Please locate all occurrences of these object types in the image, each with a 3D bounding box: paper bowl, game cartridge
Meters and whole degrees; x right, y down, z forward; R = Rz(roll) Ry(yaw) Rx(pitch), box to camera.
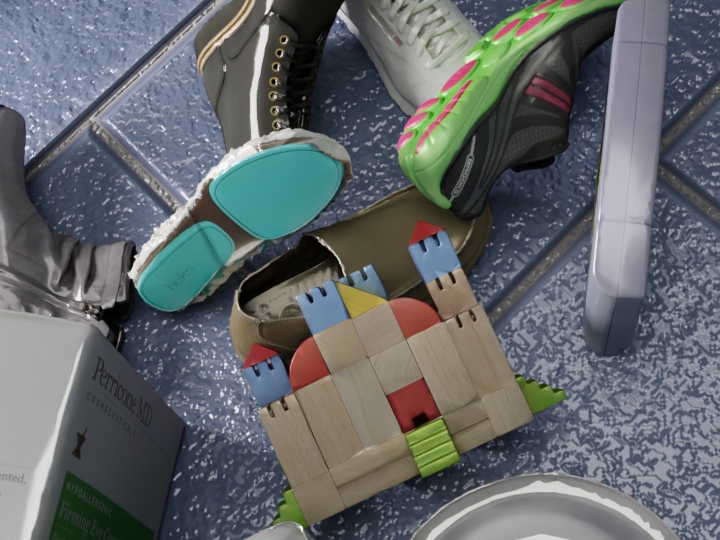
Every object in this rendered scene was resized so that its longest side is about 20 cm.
[{"bbox_3d":[0.105,0.216,0.754,0.199,0.104,0.202,-3,69,8],"label":"paper bowl"},{"bbox_3d":[0.167,-0.061,0.835,0.040,0.134,0.202,7,70,5],"label":"game cartridge"}]

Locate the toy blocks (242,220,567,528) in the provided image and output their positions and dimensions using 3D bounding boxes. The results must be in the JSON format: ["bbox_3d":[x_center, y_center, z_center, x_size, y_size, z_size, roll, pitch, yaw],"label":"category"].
[{"bbox_3d":[0.008,0.059,0.811,0.199,0.100,0.138,-25,88,0],"label":"toy blocks"}]

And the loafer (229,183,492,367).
[{"bbox_3d":[0.000,0.000,0.877,0.199,0.068,0.076,-34,67,-4],"label":"loafer"}]

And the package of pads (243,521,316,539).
[{"bbox_3d":[-0.094,0.224,0.760,0.199,0.155,0.069,-28,66,-2],"label":"package of pads"}]

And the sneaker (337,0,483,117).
[{"bbox_3d":[0.036,-0.173,0.932,0.076,0.081,0.200,-41,71,-10],"label":"sneaker"}]

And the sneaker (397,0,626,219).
[{"bbox_3d":[0.107,-0.113,0.876,0.200,0.084,0.077,-45,24,-15],"label":"sneaker"}]

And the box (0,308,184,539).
[{"bbox_3d":[-0.238,0.130,0.800,0.198,0.199,0.173,6,69,11],"label":"box"}]

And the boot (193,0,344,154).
[{"bbox_3d":[-0.039,-0.134,0.893,0.077,0.200,0.139,0,68,-30],"label":"boot"}]

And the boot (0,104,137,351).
[{"bbox_3d":[-0.217,-0.018,0.936,0.130,0.070,0.202,2,78,6],"label":"boot"}]

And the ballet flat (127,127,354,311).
[{"bbox_3d":[-0.081,-0.045,0.871,0.199,0.071,0.072,-33,61,33],"label":"ballet flat"}]
